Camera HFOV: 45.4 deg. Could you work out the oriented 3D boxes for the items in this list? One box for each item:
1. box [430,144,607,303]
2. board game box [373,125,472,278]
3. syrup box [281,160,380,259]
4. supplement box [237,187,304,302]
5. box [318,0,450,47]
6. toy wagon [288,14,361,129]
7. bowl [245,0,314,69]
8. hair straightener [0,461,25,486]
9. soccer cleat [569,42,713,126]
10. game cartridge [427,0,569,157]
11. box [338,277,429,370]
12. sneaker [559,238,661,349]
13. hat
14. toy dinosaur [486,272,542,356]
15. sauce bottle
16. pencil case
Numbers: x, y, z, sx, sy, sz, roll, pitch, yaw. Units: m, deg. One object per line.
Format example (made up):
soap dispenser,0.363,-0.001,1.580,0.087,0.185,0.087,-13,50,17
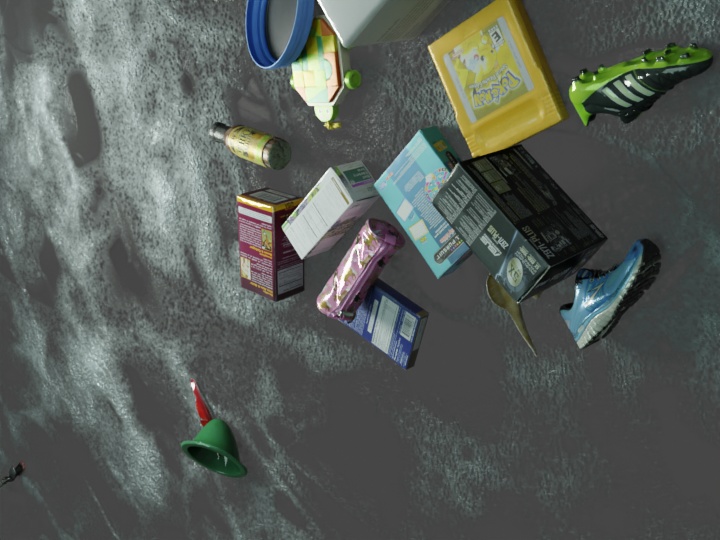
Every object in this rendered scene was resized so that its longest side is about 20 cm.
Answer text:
box,0.230,-0.072,1.249,0.200,0.163,0.086,51,134,17
board game box,0.127,-0.112,1.423,0.200,0.047,0.151,56,136,13
syrup box,-0.055,-0.110,1.583,0.082,0.079,0.200,57,136,13
supplement box,-0.178,-0.053,1.725,0.110,0.085,0.201,19,118,39
box,0.037,-0.475,1.280,0.199,0.171,0.201,-38,78,46
toy wagon,-0.067,-0.349,1.531,0.155,0.039,0.201,10,112,43
bowl,-0.144,-0.458,1.527,0.200,0.039,0.202,-1,89,56
hair straightener,-1.302,0.759,3.180,0.200,0.077,0.041,-35,82,46
soccer cleat,0.369,-0.241,1.126,0.199,0.068,0.081,-6,119,47
game cartridge,0.202,-0.285,1.292,0.176,0.032,0.201,-24,87,47
box,0.034,0.081,1.602,0.200,0.032,0.122,34,126,31
sneaker,0.347,0.024,1.234,0.090,0.078,0.200,50,134,23
hat,-0.333,0.381,2.101,0.165,0.177,0.200,-18,130,45
toy dinosaur,0.233,0.034,1.332,0.058,0.101,0.201,-27,86,47
sauce bottle,-0.225,-0.252,1.710,0.199,0.065,0.065,22,120,37
pencil case,0.000,0.000,1.538,0.087,0.083,0.200,46,117,28
